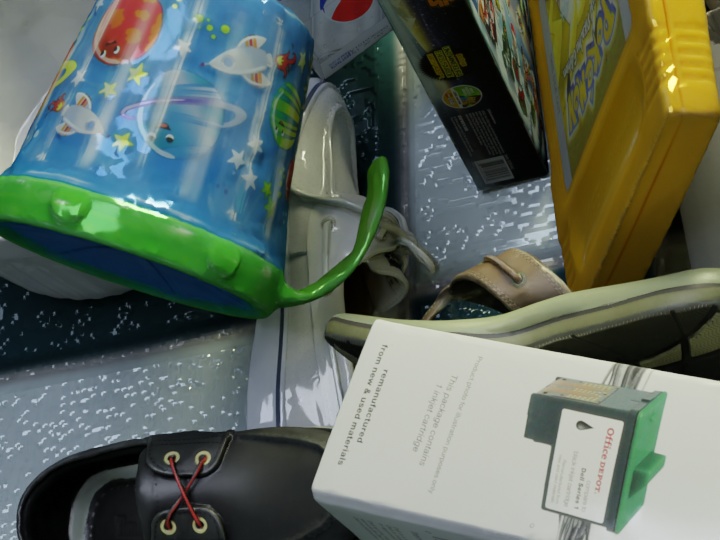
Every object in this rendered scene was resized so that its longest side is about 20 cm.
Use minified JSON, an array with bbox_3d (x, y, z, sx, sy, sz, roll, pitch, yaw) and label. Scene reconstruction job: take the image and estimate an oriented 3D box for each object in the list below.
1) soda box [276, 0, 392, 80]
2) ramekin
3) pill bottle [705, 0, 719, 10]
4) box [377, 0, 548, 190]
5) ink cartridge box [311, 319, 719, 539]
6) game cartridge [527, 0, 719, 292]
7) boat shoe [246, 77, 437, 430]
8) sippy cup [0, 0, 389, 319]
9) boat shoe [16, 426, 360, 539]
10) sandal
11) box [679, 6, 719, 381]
[{"bbox_3d":[-0.036,-0.179,1.097,0.068,0.063,0.200,-36,37,3],"label":"soda box"},{"bbox_3d":[-0.143,-0.079,1.102,0.200,0.105,0.201,-12,58,20],"label":"ramekin"},{"bbox_3d":[0.233,-0.202,0.979,0.200,0.111,0.111,-24,56,12],"label":"pill bottle"},{"bbox_3d":[0.040,-0.146,0.988,0.040,0.200,0.137,-12,59,14],"label":"box"},{"bbox_3d":[0.104,0.099,0.856,0.200,0.146,0.085,9,68,29],"label":"ink cartridge box"},{"bbox_3d":[0.111,-0.102,0.952,0.032,0.176,0.200,2,59,-7],"label":"game cartridge"},{"bbox_3d":[-0.002,-0.001,1.008,0.086,0.075,0.203,-7,63,23],"label":"boat shoe"},{"bbox_3d":[-0.083,-0.061,0.946,0.139,0.178,0.131,10,78,45],"label":"sippy cup"},{"bbox_3d":[-0.072,0.108,0.952,0.201,0.063,0.074,-13,70,41],"label":"boat shoe"},{"bbox_3d":[0.080,0.021,0.911,0.200,0.080,0.057,-9,60,28],"label":"sandal"},{"bbox_3d":[0.214,-0.032,0.895,0.157,0.050,0.201,-20,66,30],"label":"box"}]
